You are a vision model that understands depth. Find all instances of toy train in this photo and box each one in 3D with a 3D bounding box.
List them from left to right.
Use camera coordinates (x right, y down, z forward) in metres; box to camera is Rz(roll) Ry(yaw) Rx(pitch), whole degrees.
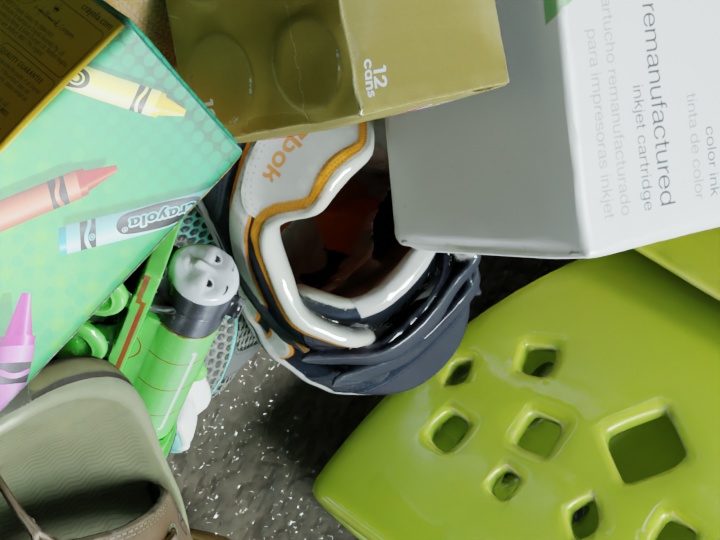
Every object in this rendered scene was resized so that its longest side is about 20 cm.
[{"bbox_3d":[-0.086,0.045,0.857,0.056,0.042,0.200,22,142,-5],"label":"toy train"}]

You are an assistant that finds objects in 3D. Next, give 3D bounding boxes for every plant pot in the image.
[{"bbox_3d":[0.130,0.090,1.003,0.182,0.199,0.199,-55,151,-6],"label":"plant pot"}]

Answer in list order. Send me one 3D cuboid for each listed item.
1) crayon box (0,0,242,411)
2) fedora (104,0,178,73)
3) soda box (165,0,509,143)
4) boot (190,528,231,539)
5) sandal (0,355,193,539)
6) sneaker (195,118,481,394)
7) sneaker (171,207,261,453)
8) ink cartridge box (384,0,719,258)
[{"bbox_3d":[-0.134,-0.044,0.711,0.119,0.200,0.058,-47,132,-5],"label":"crayon box"},{"bbox_3d":[-0.056,-0.150,0.769,0.200,0.081,0.202,7,80,-45],"label":"fedora"},{"bbox_3d":[-0.020,-0.139,0.696,0.064,0.067,0.202,-16,98,-46],"label":"soda box"},{"bbox_3d":[-0.123,0.187,0.959,0.199,0.073,0.156,-19,127,-28],"label":"boot"},{"bbox_3d":[-0.083,0.091,0.817,0.080,0.057,0.201,-35,146,-6],"label":"sandal"},{"bbox_3d":[0.000,0.000,0.851,0.078,0.079,0.200,-47,146,-5],"label":"sneaker"},{"bbox_3d":[-0.067,-0.034,0.874,0.091,0.077,0.201,-38,143,-26],"label":"sneaker"},{"bbox_3d":[0.104,-0.091,0.794,0.199,0.087,0.147,-12,100,-40],"label":"ink cartridge box"}]
